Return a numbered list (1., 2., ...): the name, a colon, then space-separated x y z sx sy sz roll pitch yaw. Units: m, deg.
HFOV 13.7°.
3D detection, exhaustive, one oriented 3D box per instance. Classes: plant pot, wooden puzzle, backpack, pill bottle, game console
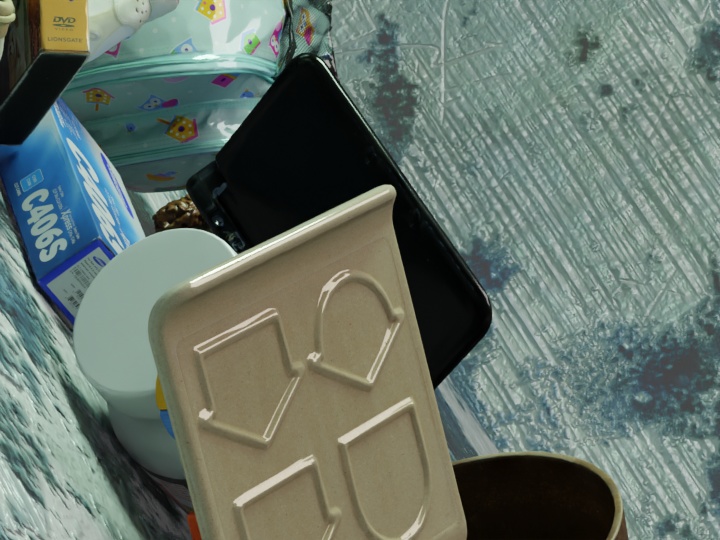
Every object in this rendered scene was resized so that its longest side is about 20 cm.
1. plant pot: 0.078 0.231 1.610 0.187 0.186 0.201 -114 -176 -67
2. wooden puzzle: -0.030 0.078 1.414 0.185 0.046 0.201 -27 111 -50
3. backpack: -0.121 -0.130 1.914 0.200 0.175 0.154 24 62 -62
4. pill bottle: -0.058 0.072 1.514 0.200 0.116 0.116 51 7 -48
5. game console: 0.000 0.000 1.754 0.200 0.116 0.176 56 5 19

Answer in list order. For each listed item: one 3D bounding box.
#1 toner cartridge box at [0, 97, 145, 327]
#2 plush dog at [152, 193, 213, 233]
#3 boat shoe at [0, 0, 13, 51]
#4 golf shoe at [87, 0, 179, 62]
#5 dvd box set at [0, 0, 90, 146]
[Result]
1. toner cartridge box: -0.153 -0.025 1.643 0.095 0.043 0.200 55 4 -35
2. plush dog: -0.052 0.000 2.103 0.171 0.161 0.200 25 -21 41
3. boat shoe: -0.221 -0.165 1.554 0.073 0.063 0.201 23 27 -31
4. golf shoe: -0.194 -0.156 1.748 0.200 0.092 0.075 1 -49 50
5. dvd box set: -0.178 -0.184 1.596 0.146 0.029 0.201 143 -53 -64
